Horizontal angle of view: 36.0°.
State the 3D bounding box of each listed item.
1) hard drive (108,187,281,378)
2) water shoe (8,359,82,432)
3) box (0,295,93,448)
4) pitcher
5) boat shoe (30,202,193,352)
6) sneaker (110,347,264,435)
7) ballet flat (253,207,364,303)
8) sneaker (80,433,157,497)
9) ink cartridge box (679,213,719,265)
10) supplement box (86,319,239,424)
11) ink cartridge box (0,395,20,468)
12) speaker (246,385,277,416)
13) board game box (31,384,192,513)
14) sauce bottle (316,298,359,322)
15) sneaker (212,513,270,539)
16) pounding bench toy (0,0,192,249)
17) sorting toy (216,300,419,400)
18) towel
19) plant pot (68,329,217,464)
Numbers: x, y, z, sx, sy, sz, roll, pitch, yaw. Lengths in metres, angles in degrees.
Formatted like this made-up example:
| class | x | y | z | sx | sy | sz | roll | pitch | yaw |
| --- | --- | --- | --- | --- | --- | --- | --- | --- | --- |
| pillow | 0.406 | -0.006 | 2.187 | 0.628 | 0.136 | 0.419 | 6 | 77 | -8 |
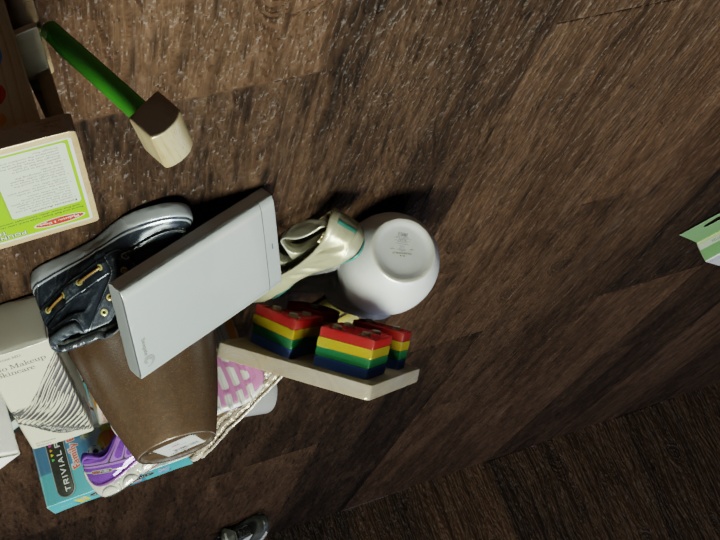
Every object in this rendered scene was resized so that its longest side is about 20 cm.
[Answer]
| class | x | y | z | sx | sy | sz | roll | pitch | yaw |
| --- | --- | --- | --- | --- | --- | --- | --- | --- | --- |
| hard drive | -0.169 | 0.013 | 1.177 | 0.199 | 0.027 | 0.133 | -35 | 144 | -29 |
| water shoe | -0.430 | 0.159 | 1.427 | 0.199 | 0.072 | 0.079 | -31 | -173 | 18 |
| box | -0.372 | 0.120 | 1.273 | 0.081 | 0.069 | 0.201 | -18 | 144 | -8 |
| pitcher | 0.000 | 0.000 | 1.381 | 0.170 | 0.123 | 0.200 | 2 | 165 | -16 |
| boat shoe | -0.250 | 0.010 | 1.155 | 0.199 | 0.092 | 0.071 | -27 | 160 | 16 |
| sneaker | -0.214 | 0.157 | 1.395 | 0.198 | 0.081 | 0.089 | -19 | 165 | 1 |
| ballet flat | -0.082 | -0.020 | 1.301 | 0.199 | 0.070 | 0.069 | -26 | 161 | 35 |
| sneaker | -0.278 | 0.210 | 1.451 | 0.199 | 0.084 | 0.081 | -37 | -176 | -11 |
| ink cartridge box | 0.672 | -0.067 | 1.985 | 0.145 | 0.048 | 0.199 | -31 | 161 | 27 |
| supplement box | -0.263 | 0.124 | 1.465 | 0.198 | 0.074 | 0.126 | -17 | 160 | -18 |
| ink cartridge box | -0.498 | 0.191 | 1.287 | 0.199 | 0.148 | 0.086 | -34 | 159 | 32 |
| speaker | -0.224 | 0.189 | 1.670 | 0.199 | 0.082 | 0.081 | -3 | 154 | -41 |
| board game box | -0.349 | 0.225 | 1.525 | 0.198 | 0.152 | 0.047 | -19 | 160 | -7 |
| sauce bottle | -0.061 | 0.082 | 1.587 | 0.199 | 0.065 | 0.065 | -29 | 159 | 26 |
| sneaker | -0.320 | 0.699 | 2.923 | 0.199 | 0.067 | 0.090 | -34 | 159 | 37 |
| pounding bench toy | -0.227 | -0.120 | 0.741 | 0.198 | 0.157 | 0.124 | -17 | 159 | -12 |
| sorting toy | -0.042 | 0.088 | 1.357 | 0.197 | 0.070 | 0.200 | 14 | -174 | 19 |
| towel | -0.163 | 0.170 | 1.511 | 0.200 | 0.034 | 0.133 | -46 | -172 | 2 |
| plant pot | -0.237 | 0.110 | 1.270 | 0.185 | 0.202 | 0.187 | -19 | 161 | -7 |
